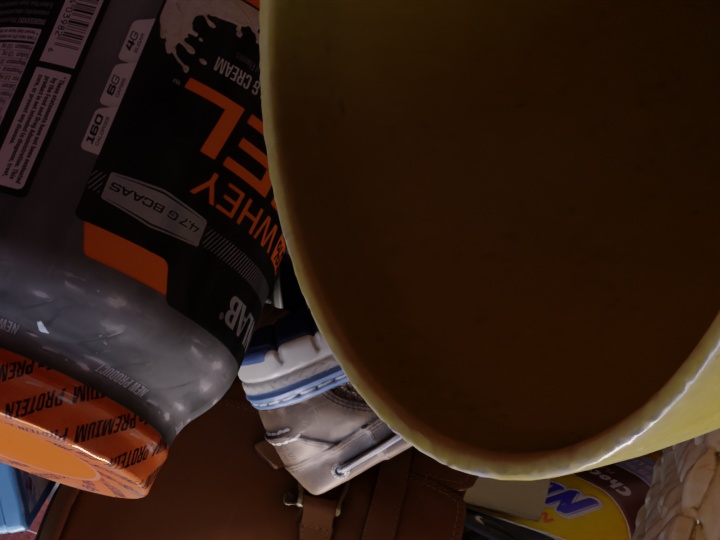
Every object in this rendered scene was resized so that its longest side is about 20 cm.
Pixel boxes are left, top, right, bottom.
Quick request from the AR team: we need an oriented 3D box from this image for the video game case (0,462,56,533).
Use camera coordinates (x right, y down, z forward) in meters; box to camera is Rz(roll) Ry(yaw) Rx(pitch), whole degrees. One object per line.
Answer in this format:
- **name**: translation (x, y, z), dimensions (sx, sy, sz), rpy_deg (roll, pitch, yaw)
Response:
- **video game case**: translation (-0.129, -0.002, 0.768), dimensions (0.018, 0.144, 0.200), rpy_deg (-7, -164, 7)

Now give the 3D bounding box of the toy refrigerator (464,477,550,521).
- **toy refrigerator**: translation (-0.004, 0.055, 0.916), dimensions (0.199, 0.070, 0.076), rpy_deg (15, -179, 3)

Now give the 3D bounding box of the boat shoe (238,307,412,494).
- **boat shoe**: translation (0.056, 0.025, 0.735), dimensions (0.199, 0.073, 0.072), rpy_deg (-20, -168, 4)

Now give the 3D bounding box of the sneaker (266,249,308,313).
- **sneaker**: translation (0.000, 0.000, 0.847), dimensions (0.199, 0.090, 0.078), rpy_deg (11, 129, 15)

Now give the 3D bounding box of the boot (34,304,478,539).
- **boot**: translation (-0.041, 0.107, 0.757), dimensions (0.154, 0.201, 0.074), rpy_deg (24, 156, 1)

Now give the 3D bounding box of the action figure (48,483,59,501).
- **action figure**: translation (-0.097, 0.122, 0.953), dimensions (0.069, 0.131, 0.200), rpy_deg (-24, 146, 10)

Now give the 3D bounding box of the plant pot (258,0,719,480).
- **plant pot**: translation (0.085, -0.056, 0.446), dimensions (0.141, 0.201, 0.200), rpy_deg (0, 176, -32)

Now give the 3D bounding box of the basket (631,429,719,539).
- **basket**: translation (0.191, 0.082, 0.693), dimensions (0.160, 0.199, 0.200), rpy_deg (21, 164, 6)

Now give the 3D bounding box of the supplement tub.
- **supplement tub**: translation (-0.078, -0.036, 0.633), dimensions (0.122, 0.201, 0.123), rpy_deg (19, 164, 6)

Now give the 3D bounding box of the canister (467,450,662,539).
- **canister**: translation (0.078, 0.136, 1.022), dimensions (0.148, 0.087, 0.200), rpy_deg (20, -160, 38)

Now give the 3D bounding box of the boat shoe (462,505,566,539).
- **boat shoe**: translation (0.019, 0.132, 0.884), dimensions (0.199, 0.070, 0.066), rpy_deg (15, 175, 37)
